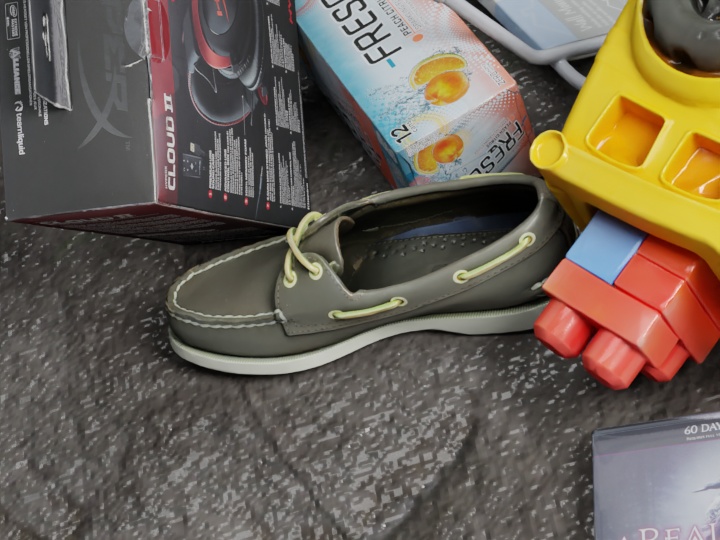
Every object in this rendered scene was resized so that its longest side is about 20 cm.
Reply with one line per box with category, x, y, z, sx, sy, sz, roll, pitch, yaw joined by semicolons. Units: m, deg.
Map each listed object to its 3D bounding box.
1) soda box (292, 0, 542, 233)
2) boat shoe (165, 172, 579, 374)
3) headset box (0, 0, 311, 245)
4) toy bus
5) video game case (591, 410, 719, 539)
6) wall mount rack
soda box;0.014;-0.105;0.984;0.068;0.064;0.200;-29;44;-4
boat shoe;0.000;-0.002;0.898;0.201;0.060;0.072;-9;47;16
headset box;-0.094;-0.092;0.890;0.075;0.200;0.149;-6;86;19
toy bus;0.167;-0.022;0.807;0.200;0.136;0.192;28;78;36
video game case;0.158;0.133;0.738;0.142;0.019;0.201;-10;48;15
wall mount rack;0.071;-0.155;0.969;0.173;0.075;0.200;-14;41;-23
